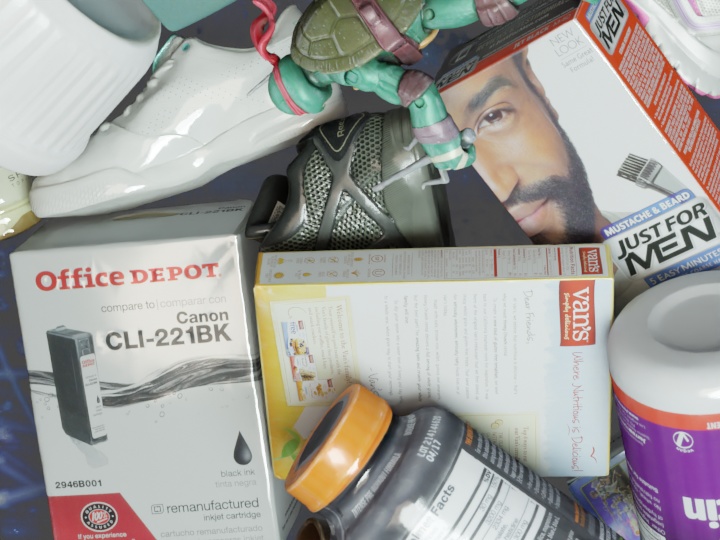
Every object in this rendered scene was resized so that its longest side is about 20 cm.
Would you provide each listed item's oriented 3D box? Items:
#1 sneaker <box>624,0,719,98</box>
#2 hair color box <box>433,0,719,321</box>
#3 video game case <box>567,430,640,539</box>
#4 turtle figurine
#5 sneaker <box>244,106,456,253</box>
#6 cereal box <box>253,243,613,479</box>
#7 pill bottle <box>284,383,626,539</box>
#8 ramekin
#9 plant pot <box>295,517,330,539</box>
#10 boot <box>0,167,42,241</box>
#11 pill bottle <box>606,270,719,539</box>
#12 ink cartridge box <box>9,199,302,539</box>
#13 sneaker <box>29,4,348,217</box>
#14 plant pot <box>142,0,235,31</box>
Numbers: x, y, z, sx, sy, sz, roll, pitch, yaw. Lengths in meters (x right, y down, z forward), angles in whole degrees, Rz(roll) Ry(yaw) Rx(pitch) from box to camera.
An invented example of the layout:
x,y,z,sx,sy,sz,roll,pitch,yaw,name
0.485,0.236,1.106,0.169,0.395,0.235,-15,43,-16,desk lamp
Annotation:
x,y,z,sx,sy,sz,roll,pitch,yaw,name
0.154,-0.192,1.062,0.200,0.081,0.088,40,104,-12,sneaker
0.141,-0.057,1.062,0.110,0.064,0.200,-26,112,36,hair color box
0.254,0.154,1.146,0.181,0.045,0.201,-34,97,12,video game case
0.021,-0.123,0.995,0.199,0.101,0.150,-33,61,15,turtle figurine
0.000,0.000,1.116,0.113,0.076,0.201,-5,122,14,sneaker
0.044,0.054,1.073,0.198,0.040,0.145,-1,125,3,cereal box
0.056,0.147,1.039,0.199,0.106,0.106,36,105,-6,pill bottle
-0.196,-0.159,1.042,0.094,0.202,0.203,-36,97,17,ramekin
0.056,0.254,1.142,0.198,0.187,0.189,8,105,-11,plant pot
-0.305,-0.078,1.146,0.198,0.072,0.156,-13,102,5,boot
0.204,0.108,1.046,0.111,0.113,0.201,-10,121,9,pill bottle
-0.121,0.068,1.152,0.143,0.084,0.202,-5,103,9,ink cartridge box
-0.111,-0.094,1.127,0.199,0.075,0.089,-21,89,5,sneaker
-0.054,-0.235,1.046,0.200,0.141,0.141,-41,96,23,plant pot
